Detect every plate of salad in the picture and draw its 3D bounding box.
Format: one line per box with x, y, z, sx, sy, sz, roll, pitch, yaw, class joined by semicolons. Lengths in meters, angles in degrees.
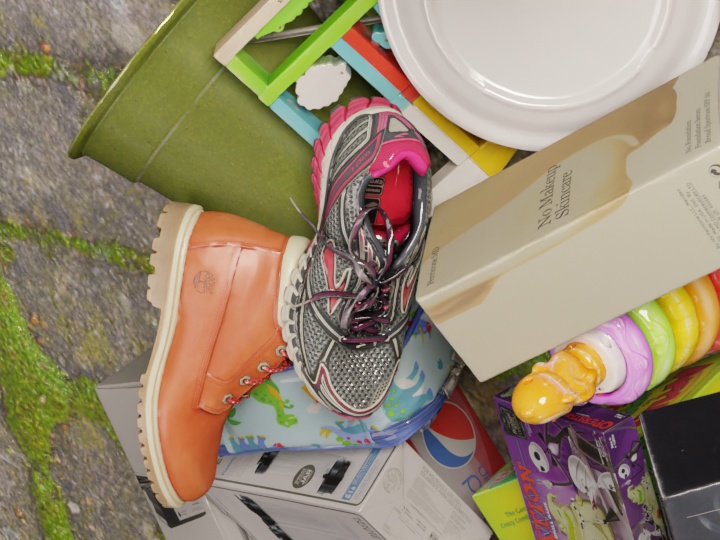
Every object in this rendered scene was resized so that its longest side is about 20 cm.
0.109;-0.168;1.114;0.198;0.048;0.202;3;111;8;plate of salad

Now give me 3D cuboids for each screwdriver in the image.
0.025;-0.159;1.187;0.198;0.029;0.028;-6;122;12;screwdriver

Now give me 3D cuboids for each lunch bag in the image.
-0.022;0.054;1.337;0.199;0.161;0.083;-9;119;27;lunch bag

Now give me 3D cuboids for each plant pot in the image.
-0.059;-0.093;1.286;0.190;0.200;0.200;39;139;-3;plant pot

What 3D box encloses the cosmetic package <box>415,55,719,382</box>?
0.134;-0.028;1.093;0.199;0.105;0.071;-28;116;24;cosmetic package

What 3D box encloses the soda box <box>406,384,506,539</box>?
0.064;0.155;1.412;0.063;0.070;0.201;-26;98;50;soda box

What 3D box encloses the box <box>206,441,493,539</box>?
-0.017;0.166;1.368;0.199;0.060;0.117;0;141;51;box

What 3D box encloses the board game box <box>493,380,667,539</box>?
0.149;0.172;1.192;0.120;0.032;0.201;19;130;63;board game box

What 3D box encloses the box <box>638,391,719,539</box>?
0.281;0.156;1.106;0.198;0.104;0.183;-16;112;7;box

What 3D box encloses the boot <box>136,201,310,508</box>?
-0.084;0.063;1.238;0.106;0.075;0.202;9;105;7;boot

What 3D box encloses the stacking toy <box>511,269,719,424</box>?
0.153;0.035;1.141;0.116;0.200;0.110;-4;116;44;stacking toy

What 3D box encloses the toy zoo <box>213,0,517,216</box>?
0.026;-0.111;1.183;0.200;0.021;0.131;41;114;-18;toy zoo

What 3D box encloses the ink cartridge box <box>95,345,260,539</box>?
-0.095;0.139;1.495;0.084;0.144;0.201;-7;112;46;ink cartridge box

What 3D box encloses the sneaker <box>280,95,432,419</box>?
0.000;0.000;1.169;0.075;0.080;0.202;-133;42;-58;sneaker

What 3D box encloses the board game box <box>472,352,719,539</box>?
0.173;0.116;1.256;0.200;0.101;0.048;-30;94;50;board game box
